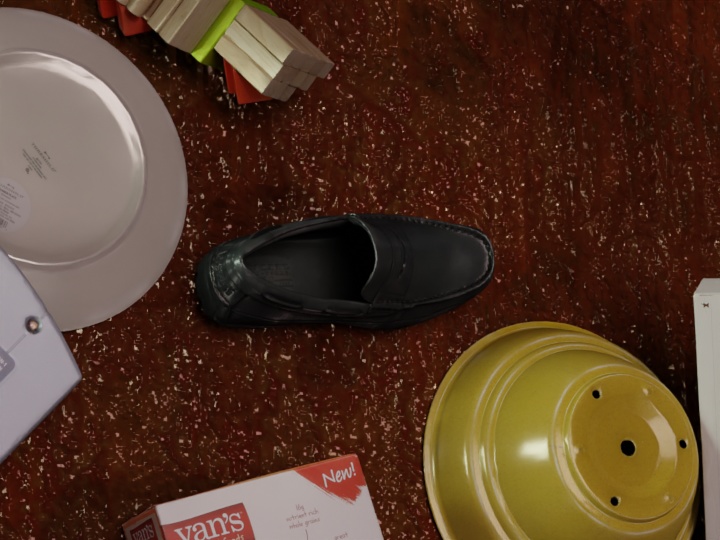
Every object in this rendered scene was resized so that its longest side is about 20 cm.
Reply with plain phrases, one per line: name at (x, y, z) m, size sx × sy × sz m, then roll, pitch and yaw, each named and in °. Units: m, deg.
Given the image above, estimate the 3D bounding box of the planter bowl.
planter bowl at (0.145, 0.117, 1.412) m, size 0.200 × 0.083 × 0.201 m, roll 9°, pitch 69°, yaw -26°

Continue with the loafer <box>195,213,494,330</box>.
loafer at (0.000, 0.000, 1.383) m, size 0.200 × 0.070 × 0.068 m, roll -5°, pitch 76°, yaw -29°

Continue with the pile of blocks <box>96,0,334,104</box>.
pile of blocks at (-0.114, -0.162, 1.395) m, size 0.200 × 0.082 × 0.062 m, roll 39°, pitch 102°, yaw -1°

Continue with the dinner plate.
dinner plate at (-0.189, -0.063, 1.333) m, size 0.200 × 0.024 × 0.201 m, roll 9°, pitch 70°, yaw -24°

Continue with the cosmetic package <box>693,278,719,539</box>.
cosmetic package at (0.253, 0.105, 1.426) m, size 0.051 × 0.082 × 0.201 m, roll -43°, pitch 131°, yaw -71°

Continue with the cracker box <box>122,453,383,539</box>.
cracker box at (-0.039, 0.216, 1.295) m, size 0.134 × 0.058 × 0.201 m, roll -13°, pitch 79°, yaw -30°

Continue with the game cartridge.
game cartridge at (-0.254, 0.022, 1.250) m, size 0.200 × 0.041 × 0.133 m, roll 47°, pitch 71°, yaw -7°
